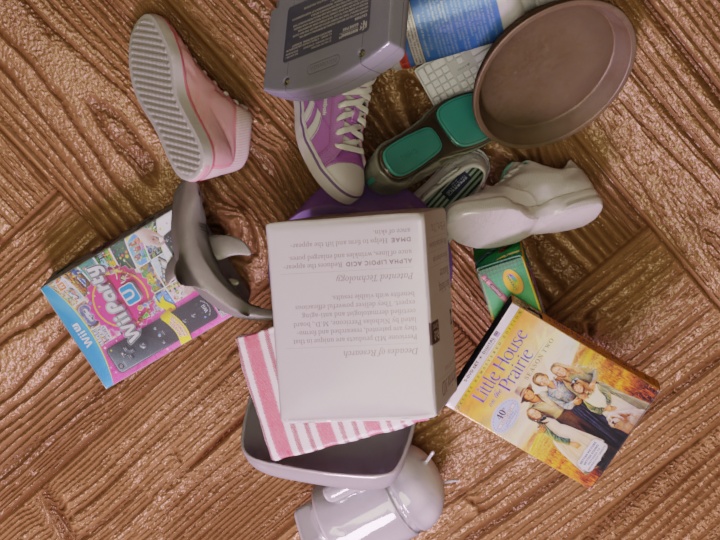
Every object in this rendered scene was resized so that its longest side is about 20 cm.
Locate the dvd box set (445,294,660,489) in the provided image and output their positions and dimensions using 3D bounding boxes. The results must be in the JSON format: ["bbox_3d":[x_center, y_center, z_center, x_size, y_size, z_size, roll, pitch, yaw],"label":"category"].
[{"bbox_3d":[0.214,0.137,1.656,0.199,0.029,0.147,31,107,-8],"label":"dvd box set"}]

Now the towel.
[{"bbox_3d":[-0.028,0.117,1.629,0.197,0.030,0.148,-16,90,13],"label":"towel"}]

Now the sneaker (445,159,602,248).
[{"bbox_3d":[0.171,-0.084,1.660,0.198,0.089,0.075,-8,151,-27],"label":"sneaker"}]

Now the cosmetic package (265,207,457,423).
[{"bbox_3d":[0.005,0.042,1.518,0.163,0.165,0.203,-4,94,12],"label":"cosmetic package"}]

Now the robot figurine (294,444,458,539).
[{"bbox_3d":[0.019,0.283,1.794,0.198,0.114,0.170,-30,146,12],"label":"robot figurine"}]

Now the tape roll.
[{"bbox_3d":[0.000,0.000,1.681,0.197,0.085,0.202,11,120,19],"label":"tape roll"}]

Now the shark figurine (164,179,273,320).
[{"bbox_3d":[-0.161,0.012,1.639,0.214,0.089,0.129,44,112,12],"label":"shark figurine"}]

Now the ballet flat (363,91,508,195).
[{"bbox_3d":[0.082,-0.144,1.658,0.199,0.064,0.068,-29,85,-30],"label":"ballet flat"}]

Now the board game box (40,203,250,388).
[{"bbox_3d":[-0.252,0.025,1.748,0.198,0.064,0.149,-29,104,11],"label":"board game box"}]

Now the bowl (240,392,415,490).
[{"bbox_3d":[-0.028,0.169,1.727,0.197,0.202,0.075,6,142,10],"label":"bowl"}]

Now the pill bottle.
[{"bbox_3d":[0.114,-0.296,1.601,0.197,0.112,0.114,-14,107,8],"label":"pill bottle"}]

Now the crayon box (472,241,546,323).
[{"bbox_3d":[0.188,0.062,1.712,0.058,0.119,0.202,-18,106,8],"label":"crayon box"}]

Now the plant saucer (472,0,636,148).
[{"bbox_3d":[0.208,-0.219,1.616,0.198,0.030,0.201,-17,140,-14],"label":"plant saucer"}]

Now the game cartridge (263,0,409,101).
[{"bbox_3d":[-0.025,-0.253,1.564,0.199,0.041,0.135,-12,71,45],"label":"game cartridge"}]

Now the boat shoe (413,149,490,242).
[{"bbox_3d":[0.075,-0.058,1.704,0.073,0.067,0.201,31,107,-8],"label":"boat shoe"}]

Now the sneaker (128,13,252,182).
[{"bbox_3d":[-0.188,-0.195,1.674,0.075,0.104,0.202,-32,75,38],"label":"sneaker"}]

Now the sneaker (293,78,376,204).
[{"bbox_3d":[-0.015,-0.181,1.601,0.114,0.072,0.203,-30,65,36],"label":"sneaker"}]

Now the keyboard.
[{"bbox_3d":[0.159,-0.253,1.666,0.198,0.011,0.057,-30,105,11],"label":"keyboard"}]
